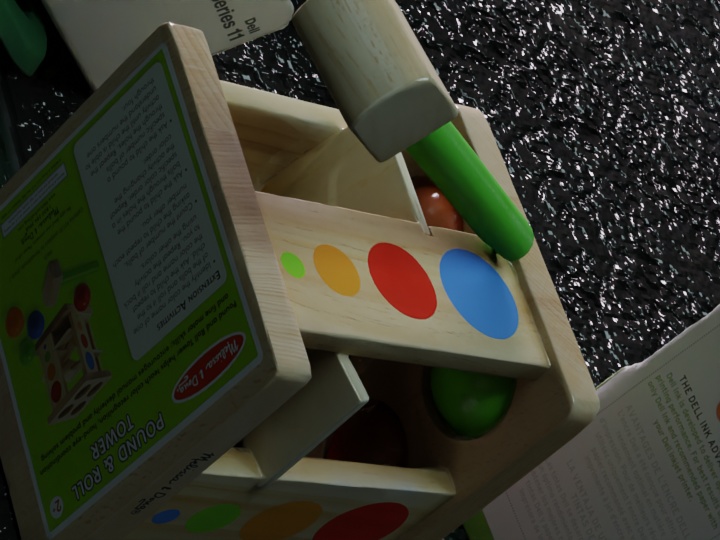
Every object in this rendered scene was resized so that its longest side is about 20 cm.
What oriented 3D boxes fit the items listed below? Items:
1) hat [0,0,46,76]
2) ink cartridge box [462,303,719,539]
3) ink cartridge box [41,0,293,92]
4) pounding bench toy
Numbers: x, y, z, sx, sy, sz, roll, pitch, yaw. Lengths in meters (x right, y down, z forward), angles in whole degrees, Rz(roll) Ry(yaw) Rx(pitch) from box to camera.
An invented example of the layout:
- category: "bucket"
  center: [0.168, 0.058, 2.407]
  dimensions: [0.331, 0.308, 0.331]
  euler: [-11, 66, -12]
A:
- category: "hat"
  center: [-0.217, -0.119, 0.821]
  dimensions: [0.200, 0.175, 0.166]
  euler: [69, -1, -61]
- category: "ink cartridge box"
  center: [0.144, 0.094, 0.863]
  dimensions: [0.076, 0.200, 0.148]
  euler: [5, 54, -46]
- category: "ink cartridge box"
  center: [-0.102, -0.184, 0.897]
  dimensions: [0.147, 0.083, 0.201]
  euler: [68, 0, -64]
- category: "pounding bench toy"
  center: [0.000, 0.000, 0.790]
  dimensions: [0.156, 0.200, 0.125]
  euler: [10, 50, -42]
